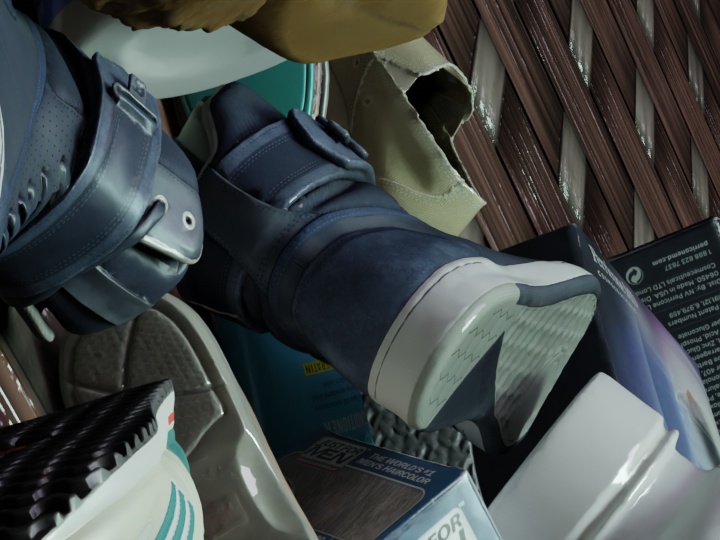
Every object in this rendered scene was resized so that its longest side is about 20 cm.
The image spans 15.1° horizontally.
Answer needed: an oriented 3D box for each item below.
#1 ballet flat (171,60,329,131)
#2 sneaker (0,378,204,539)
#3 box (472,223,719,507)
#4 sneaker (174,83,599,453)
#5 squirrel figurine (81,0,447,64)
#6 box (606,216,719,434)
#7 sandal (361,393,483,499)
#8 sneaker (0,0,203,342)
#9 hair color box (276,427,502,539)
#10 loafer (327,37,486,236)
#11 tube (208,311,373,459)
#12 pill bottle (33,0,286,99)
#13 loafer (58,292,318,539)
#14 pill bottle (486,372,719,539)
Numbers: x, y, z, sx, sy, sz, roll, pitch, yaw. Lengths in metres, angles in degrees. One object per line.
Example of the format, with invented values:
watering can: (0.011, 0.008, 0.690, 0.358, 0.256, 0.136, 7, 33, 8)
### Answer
ballet flat: (-0.055, -0.122, 1.101, 0.064, 0.067, 0.201, 46, 27, -79)
sneaker: (-0.072, 0.089, 0.728, 0.200, 0.070, 0.094, -64, 137, -83)
box: (0.099, 0.115, 1.211, 0.200, 0.123, 0.199, 42, 30, -60)
sneaker: (0.001, -0.002, 0.969, 0.146, 0.077, 0.202, 31, 2, 18)
squirrel figurine: (-0.052, -0.168, 0.850, 0.199, 0.142, 0.187, -20, 71, -33)
box: (0.214, 0.087, 1.643, 0.201, 0.117, 0.197, 71, 15, 10)
sandal: (0.016, 0.076, 1.103, 0.048, 0.075, 0.201, 112, -31, -75)
sneaker: (-0.100, -0.008, 0.771, 0.146, 0.077, 0.203, 52, 21, -39)
hair color box: (0.031, 0.158, 0.953, 0.100, 0.060, 0.201, 10, -48, 57)
loafer: (0.016, -0.088, 1.285, 0.076, 0.068, 0.201, 41, 31, -59)
tube: (-0.020, 0.061, 1.027, 0.077, 0.050, 0.201, -14, 87, -58)
pill bottle: (-0.082, -0.174, 0.981, 0.114, 0.113, 0.201, 26, 46, -68)
loafer: (-0.037, 0.101, 0.870, 0.063, 0.072, 0.201, 33, 36, -76)
pill bottle: (0.135, 0.132, 0.954, 0.200, 0.115, 0.114, 39, 14, 7)
